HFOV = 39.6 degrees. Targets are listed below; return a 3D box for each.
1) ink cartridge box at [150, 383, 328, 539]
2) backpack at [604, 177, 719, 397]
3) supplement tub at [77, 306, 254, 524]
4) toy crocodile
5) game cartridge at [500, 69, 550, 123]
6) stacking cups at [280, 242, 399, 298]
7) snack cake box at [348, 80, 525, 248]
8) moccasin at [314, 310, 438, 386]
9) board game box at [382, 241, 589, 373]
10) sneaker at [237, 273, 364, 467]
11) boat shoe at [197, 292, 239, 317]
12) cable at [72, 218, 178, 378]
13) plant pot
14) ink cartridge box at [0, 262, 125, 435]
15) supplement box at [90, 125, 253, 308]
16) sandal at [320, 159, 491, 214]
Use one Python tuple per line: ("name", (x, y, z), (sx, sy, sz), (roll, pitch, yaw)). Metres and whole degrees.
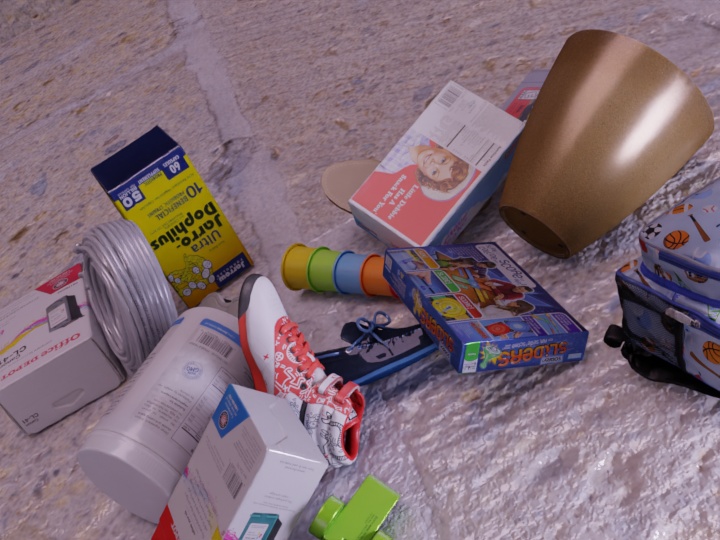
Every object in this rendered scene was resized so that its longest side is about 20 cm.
("ink cartridge box", (-0.120, 0.222, 0.917), (0.201, 0.067, 0.116), (-62, 33, 12))
("backpack", (0.332, 0.016, 0.828), (0.200, 0.154, 0.190), (-35, 44, -14))
("supplement tub", (-0.187, 0.149, 1.050), (0.132, 0.132, 0.200), (2, 45, 38))
("toy crocodile", (-0.028, 0.261, 0.858), (0.067, 0.062, 0.200), (30, 54, 7))
("game cartridge", (0.237, -0.193, 1.272), (0.133, 0.041, 0.200), (10, 50, 38))
("stacking cups", (0.000, 0.000, 1.174), (0.199, 0.061, 0.061), (3, 45, 36))
("snack cake box", (0.093, -0.111, 1.174), (0.115, 0.067, 0.200), (36, 77, 21))
("moccasin", (-0.004, 0.084, 1.032), (0.199, 0.080, 0.068), (-22, 79, 8))
("board game box", (0.120, 0.031, 1.009), (0.135, 0.035, 0.200), (-4, 28, -19))
("sneaker", (-0.054, 0.099, 0.986), (0.107, 0.202, 0.067), (-6, 3, 22))
("boat shoe", (-0.151, 0.066, 1.190), (0.200, 0.060, 0.074), (-11, 55, 59))
("cable", (-0.278, 0.037, 1.211), (0.069, 0.201, 0.200), (-21, 0, -23))
("plant pot", (0.242, -0.117, 1.068), (0.200, 0.186, 0.186), (-54, 39, -9))
("ink cartridge box", (-0.400, 0.098, 1.313), (0.147, 0.086, 0.200), (-31, 33, -2))
("supplement box", (-0.245, -0.070, 1.313), (0.109, 0.200, 0.109), (-36, 33, -10))
("sandal", (0.059, -0.088, 1.248), (0.211, 0.070, 0.078), (3, 71, 12))
